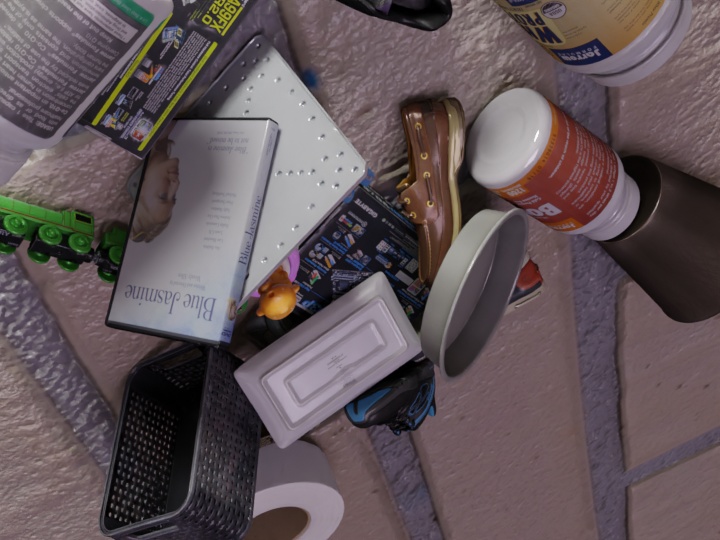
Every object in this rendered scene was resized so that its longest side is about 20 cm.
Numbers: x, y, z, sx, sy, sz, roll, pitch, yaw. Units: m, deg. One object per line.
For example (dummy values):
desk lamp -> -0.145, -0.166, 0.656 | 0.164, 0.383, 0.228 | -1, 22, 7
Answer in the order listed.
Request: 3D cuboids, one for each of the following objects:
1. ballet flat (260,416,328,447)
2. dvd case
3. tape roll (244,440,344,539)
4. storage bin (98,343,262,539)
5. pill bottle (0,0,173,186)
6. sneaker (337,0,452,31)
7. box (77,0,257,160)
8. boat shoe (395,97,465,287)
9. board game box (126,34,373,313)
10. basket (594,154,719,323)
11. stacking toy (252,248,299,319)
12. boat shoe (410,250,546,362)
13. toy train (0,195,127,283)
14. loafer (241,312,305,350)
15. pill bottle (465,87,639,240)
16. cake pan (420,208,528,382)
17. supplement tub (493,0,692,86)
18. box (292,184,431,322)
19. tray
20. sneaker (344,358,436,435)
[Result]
ballet flat -> -0.109, 0.170, 1.011 | 0.075, 0.069, 0.199 | 14, 146, -44
dvd case -> -0.152, -0.039, 0.771 | 0.017, 0.141, 0.203 | 25, 74, -57
tape roll -> -0.125, 0.312, 1.136 | 0.200, 0.071, 0.204 | -15, 137, -15
storage bin -> -0.186, 0.190, 0.929 | 0.134, 0.202, 0.094 | -23, 136, 29
pill bottle -> -0.244, -0.165, 0.650 | 0.200, 0.113, 0.113 | -44, 130, 11
sneaker -> -0.003, -0.265, 0.757 | 0.198, 0.088, 0.076 | 9, 121, -29
box -> -0.199, -0.215, 0.737 | 0.159, 0.044, 0.200 | 28, 110, -37
boat shoe -> 0.069, -0.081, 0.923 | 0.067, 0.072, 0.203 | -2, 104, -10
board game box -> -0.106, -0.080, 0.782 | 0.200, 0.201, 0.026 | -45, 148, 13
basket -> 0.378, -0.047, 1.069 | 0.198, 0.136, 0.181 | 24, 109, -32
stacking toy -> -0.096, -0.020, 0.825 | 0.115, 0.201, 0.110 | -32, 132, 1
boat shoe -> 0.138, 0.053, 1.069 | 0.199, 0.071, 0.063 | -37, 114, -2
toy train -> -0.282, -0.032, 0.829 | 0.198, 0.057, 0.042 | 19, 131, -34
loafer -> -0.058, 0.102, 1.035 | 0.062, 0.072, 0.200 | -25, 130, 28
pill bottle -> 0.218, -0.108, 0.960 | 0.199, 0.113, 0.113 | 25, 112, -35
cake pan -> 0.122, 0.022, 0.941 | 0.200, 0.036, 0.202 | -47, 150, -38
supplement tub -> 0.206, -0.275, 0.806 | 0.199, 0.145, 0.145 | 29, 110, -37
box -> 0.000, 0.000, 0.986 | 0.159, 0.046, 0.199 | -46, 130, 12
tray -> -0.029, 0.099, 0.950 | 0.199, 0.022, 0.108 | -34, 107, -12
sneaker -> 0.048, 0.160, 1.040 | 0.072, 0.083, 0.199 | -10, -177, 29
